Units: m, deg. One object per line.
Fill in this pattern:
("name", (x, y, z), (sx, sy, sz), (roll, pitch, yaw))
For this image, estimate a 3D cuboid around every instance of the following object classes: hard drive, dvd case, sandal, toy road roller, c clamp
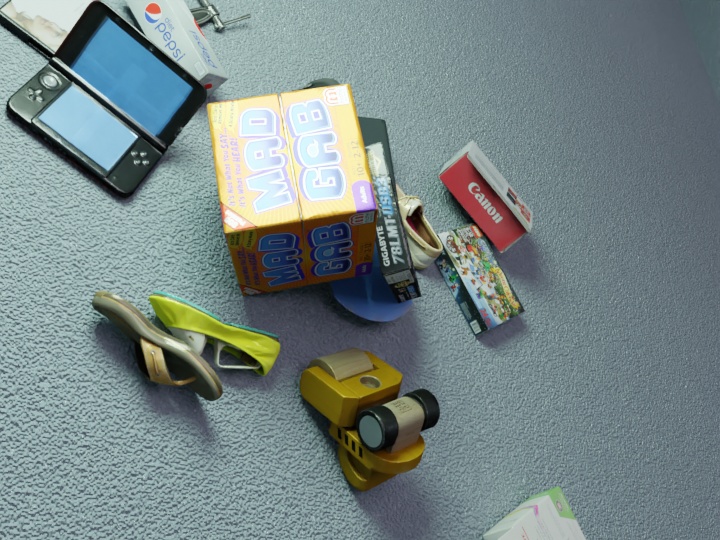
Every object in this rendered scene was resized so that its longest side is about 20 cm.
("hard drive", (-0.010, -0.189, 1.341), (0.138, 0.033, 0.202), (2, 61, -17))
("dvd case", (-0.415, -0.348, 1.123), (0.199, 0.018, 0.143), (37, 45, -18))
("sandal", (-0.259, 0.104, 0.939), (0.200, 0.080, 0.054), (41, 60, -12))
("toy road roller", (0.004, 0.219, 1.086), (0.122, 0.147, 0.199), (-11, 35, -44))
("c clamp", (-0.309, -0.492, 1.308), (0.201, 0.027, 0.171), (52, 48, -5))

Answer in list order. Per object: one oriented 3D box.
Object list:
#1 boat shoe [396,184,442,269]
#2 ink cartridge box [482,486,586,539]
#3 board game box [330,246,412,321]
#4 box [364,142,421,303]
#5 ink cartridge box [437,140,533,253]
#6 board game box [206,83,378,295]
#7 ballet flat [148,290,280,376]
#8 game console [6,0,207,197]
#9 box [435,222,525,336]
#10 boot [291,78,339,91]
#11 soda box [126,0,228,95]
("boat shoe", (0.087, -0.103, 1.375), (0.073, 0.069, 0.201), (-26, 83, -47))
("ink cartridge box", (0.271, 0.442, 1.196), (0.199, 0.067, 0.118), (-15, 75, -47))
("board game box", (0.000, 0.000, 1.259), (0.157, 0.039, 0.202), (4, 61, -35))
("box", (0.045, -0.067, 1.173), (0.199, 0.049, 0.202), (63, 14, -75))
("ink cartridge box", (0.249, -0.144, 1.495), (0.200, 0.084, 0.176), (49, 21, -5))
("board game box", (-0.094, -0.109, 1.068), (0.198, 0.200, 0.202), (-10, 66, -6))
("ballet flat", (-0.197, 0.091, 1.012), (0.199, 0.067, 0.068), (25, 71, -30))
("game console", (-0.345, -0.235, 1.041), (0.199, 0.118, 0.173), (38, 45, -16))
("box", (0.222, 0.013, 1.445), (0.136, 0.038, 0.201), (-18, 77, -46))
("boot", (-0.093, -0.275, 1.266), (0.200, 0.164, 0.066), (-34, 117, -48))
("soda box", (-0.294, -0.373, 1.200), (0.201, 0.063, 0.068), (60, 19, 6))
